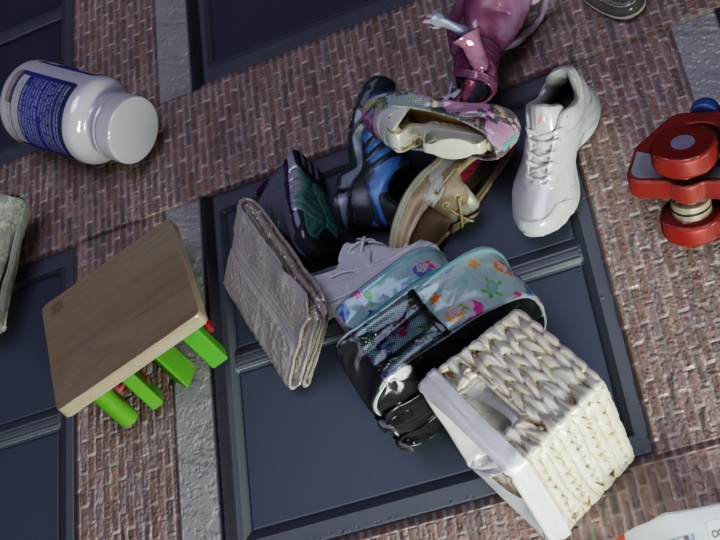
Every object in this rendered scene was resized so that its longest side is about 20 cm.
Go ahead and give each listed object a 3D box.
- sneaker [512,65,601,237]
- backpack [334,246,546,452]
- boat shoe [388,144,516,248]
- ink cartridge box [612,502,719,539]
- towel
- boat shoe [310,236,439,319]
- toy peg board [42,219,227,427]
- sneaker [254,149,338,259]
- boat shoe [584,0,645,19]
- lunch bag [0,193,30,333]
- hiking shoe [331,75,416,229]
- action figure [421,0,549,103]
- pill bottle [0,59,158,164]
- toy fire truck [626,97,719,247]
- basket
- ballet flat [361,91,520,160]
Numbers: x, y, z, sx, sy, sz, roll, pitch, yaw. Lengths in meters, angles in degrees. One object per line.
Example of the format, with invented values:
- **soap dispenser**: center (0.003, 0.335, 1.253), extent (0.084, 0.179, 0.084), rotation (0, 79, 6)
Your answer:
- **sneaker**: center (0.200, -0.136, 1.362), extent (0.078, 0.099, 0.200), rotation (4, 67, 28)
- **backpack**: center (0.083, 0.065, 1.268), extent (0.200, 0.178, 0.151), rotation (-33, 60, 2)
- **boat shoe**: center (0.104, -0.086, 1.399), extent (0.066, 0.074, 0.200), rotation (23, 76, 39)
- **ink cartridge box**: center (0.270, 0.304, 1.126), extent (0.200, 0.050, 0.162), rotation (-15, 59, 15)
- **towel**: center (-0.101, 0.027, 1.416), extent (0.034, 0.133, 0.200), rotation (-11, 45, -31)
- **boat shoe**: center (0.000, 0.000, 1.374), extent (0.200, 0.072, 0.069), rotation (-27, 89, 42)
- **toy peg board**: center (-0.264, 0.075, 1.499), extent (0.200, 0.098, 0.199), rotation (-34, 39, 6)
- **sneaker**: center (-0.082, -0.058, 1.467), extent (0.087, 0.074, 0.200), rotation (-37, 29, 17)
- **boat shoe**: center (0.270, -0.375, 1.481), extent (0.067, 0.057, 0.200), rotation (-31, 55, 8)
- **lunch bag**: center (-0.529, -0.013, 1.635), extent (0.167, 0.139, 0.200), rotation (5, 68, 10)
- **hiking shoe**: center (0.027, -0.135, 1.476), extent (0.087, 0.074, 0.200), rotation (8, 71, 10)
- **action figure**: center (0.139, -0.243, 1.453), extent (0.149, 0.134, 0.200), rotation (9, 55, 1)
- **pill bottle**: center (-0.372, -0.207, 1.670), extent (0.200, 0.120, 0.120), rotation (18, 73, 33)
- **toy fire truck**: center (0.381, -0.118, 1.273), extent (0.200, 0.112, 0.168), rotation (2, 41, 26)
- **basket**: center (0.162, 0.146, 1.176), extent (0.123, 0.200, 0.136), rotation (-42, 54, -8)
- **ballet flat**: center (0.076, -0.154, 1.374), extent (0.200, 0.069, 0.071), rotation (10, 41, 29)
